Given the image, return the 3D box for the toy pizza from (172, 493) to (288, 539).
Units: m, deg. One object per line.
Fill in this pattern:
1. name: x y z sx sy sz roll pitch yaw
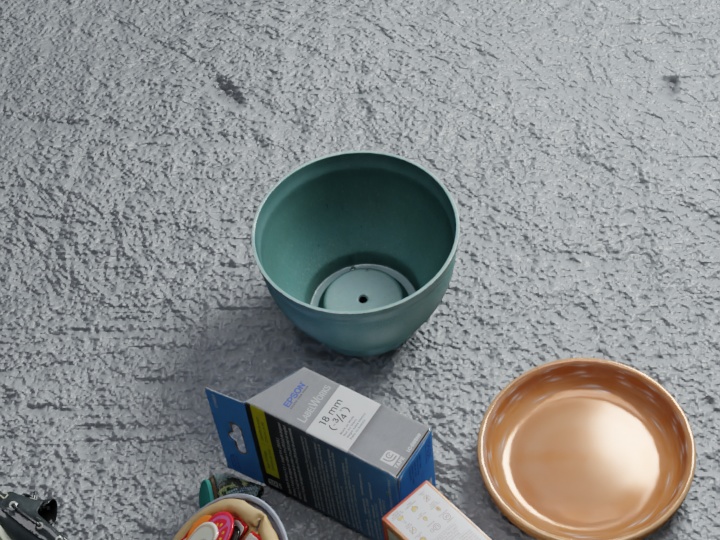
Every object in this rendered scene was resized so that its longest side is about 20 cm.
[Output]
1. toy pizza: -0.131 0.283 1.285 0.200 0.032 0.201 -28 49 37

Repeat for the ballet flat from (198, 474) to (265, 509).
1. ballet flat: -0.103 0.270 1.350 0.074 0.074 0.201 -7 55 0

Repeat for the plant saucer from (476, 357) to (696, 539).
1. plant saucer: 0.208 0.172 1.409 0.199 0.038 0.201 -3 52 4

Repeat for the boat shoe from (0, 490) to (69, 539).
1. boat shoe: -0.295 0.238 1.386 0.066 0.075 0.199 -39 59 -25

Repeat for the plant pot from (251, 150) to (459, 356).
1. plant pot: 0.000 0.000 1.502 0.199 0.135 0.201 -3 53 4

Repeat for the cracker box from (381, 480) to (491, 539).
1. cracker box: 0.107 0.284 1.270 0.058 0.134 0.200 -36 58 -21

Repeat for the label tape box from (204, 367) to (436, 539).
1. label tape box: -0.032 0.160 1.373 0.199 0.145 0.063 24 58 22
